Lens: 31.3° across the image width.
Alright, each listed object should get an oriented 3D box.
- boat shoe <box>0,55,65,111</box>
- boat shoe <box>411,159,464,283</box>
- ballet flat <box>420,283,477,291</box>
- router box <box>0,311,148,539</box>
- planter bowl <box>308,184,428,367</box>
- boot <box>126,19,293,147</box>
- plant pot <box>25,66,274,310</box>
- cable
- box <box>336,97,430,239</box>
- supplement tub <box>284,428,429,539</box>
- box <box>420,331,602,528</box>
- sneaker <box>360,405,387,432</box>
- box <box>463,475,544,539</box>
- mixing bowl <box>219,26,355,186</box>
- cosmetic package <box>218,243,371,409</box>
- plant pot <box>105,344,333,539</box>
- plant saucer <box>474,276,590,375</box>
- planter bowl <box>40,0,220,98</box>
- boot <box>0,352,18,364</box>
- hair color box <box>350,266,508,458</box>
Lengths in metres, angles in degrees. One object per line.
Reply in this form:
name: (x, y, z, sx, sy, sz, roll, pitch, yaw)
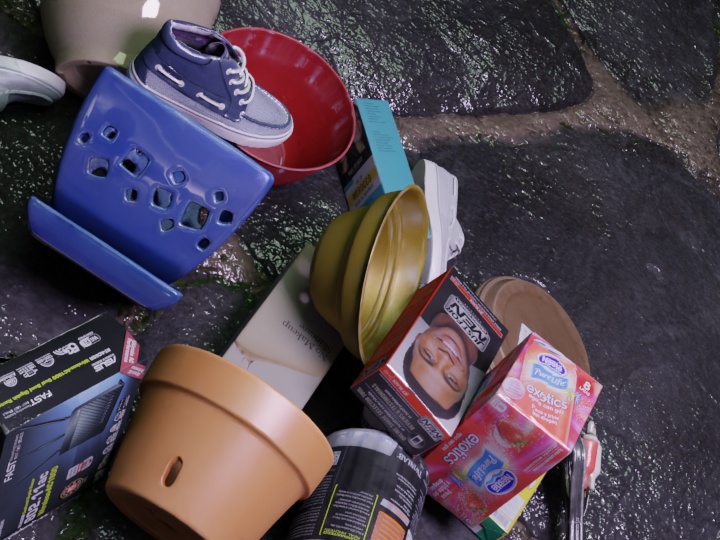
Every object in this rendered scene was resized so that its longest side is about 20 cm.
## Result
boat shoe: (-0.415, -0.194, 1.370, 0.201, 0.070, 0.072, 9, 79, -33)
boat shoe: (0.096, -0.049, 1.592, 0.068, 0.072, 0.200, 18, 43, -21)
ballet flat: (0.103, 0.055, 1.513, 0.200, 0.074, 0.074, -3, 62, -32)
router box: (-0.279, 0.144, 1.127, 0.062, 0.200, 0.150, 44, 46, 19)
planter bowl: (0.000, 0.000, 1.356, 0.083, 0.201, 0.201, 13, 45, 19)
boot: (-0.140, -0.196, 1.364, 0.200, 0.090, 0.073, 16, 53, -33)
plant pot: (-0.221, -0.071, 1.300, 0.200, 0.200, 0.180, 34, 85, -9)
cable: (0.252, 0.266, 1.442, 0.050, 0.097, 0.200, -1, 65, 3)
box: (0.021, -0.105, 1.566, 0.049, 0.082, 0.200, 0, 60, -31)
supplement tub: (-0.011, 0.267, 1.271, 0.122, 0.123, 0.200, 31, 48, -11)
box: (0.145, 0.167, 1.324, 0.095, 0.200, 0.103, 38, 47, -1)
sneaker: (0.080, 0.128, 1.453, 0.200, 0.081, 0.076, -15, 53, -41)
box: (0.159, 0.203, 1.473, 0.117, 0.048, 0.200, 43, 50, 0)
mixing bowl: (-0.116, -0.173, 1.507, 0.200, 0.108, 0.200, 16, 54, -22)
cosmetic package: (-0.078, 0.076, 1.390, 0.103, 0.073, 0.200, 38, 47, -6)
plant pot: (-0.145, 0.185, 1.209, 0.200, 0.200, 0.140, 36, 65, -6)
plant saucer: (0.205, 0.094, 1.508, 0.200, 0.029, 0.200, 26, 48, -33)
planter bowl: (-0.267, -0.263, 1.430, 0.200, 0.200, 0.135, 18, 71, -21)
boot: (-0.306, 0.103, 1.182, 0.077, 0.138, 0.200, 45, 46, 4)
hair color box: (0.076, 0.092, 1.338, 0.102, 0.061, 0.200, 48, 38, -9)
